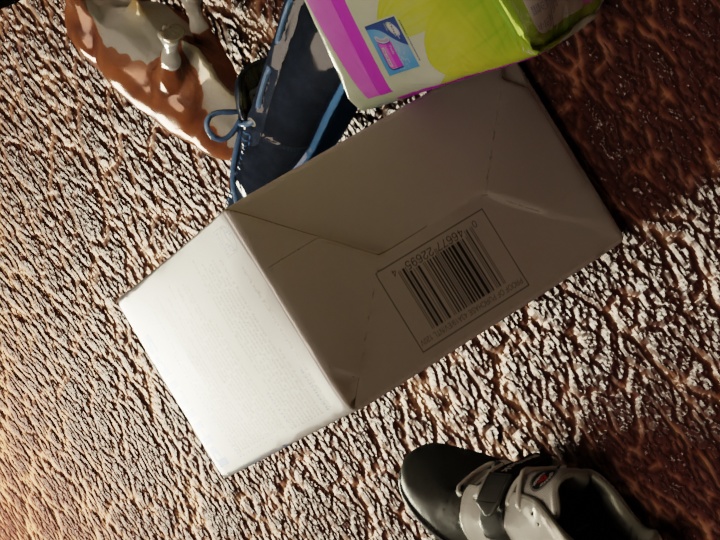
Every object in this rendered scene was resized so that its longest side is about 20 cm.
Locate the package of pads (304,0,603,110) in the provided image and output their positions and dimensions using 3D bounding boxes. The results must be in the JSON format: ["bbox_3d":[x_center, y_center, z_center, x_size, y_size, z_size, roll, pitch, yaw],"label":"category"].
[{"bbox_3d":[0.021,-0.191,1.150,0.154,0.068,0.201,-13,107,51],"label":"package of pads"}]

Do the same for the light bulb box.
[{"bbox_3d":[0.000,0.000,1.266,0.125,0.198,0.200,59,154,1],"label":"light bulb box"}]

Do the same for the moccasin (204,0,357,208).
[{"bbox_3d":[-0.040,-0.103,1.360,0.068,0.080,0.200,37,134,6],"label":"moccasin"}]

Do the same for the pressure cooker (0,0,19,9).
[{"bbox_3d":[-0.242,-0.274,1.365,0.201,0.175,0.179,58,142,13],"label":"pressure cooker"}]

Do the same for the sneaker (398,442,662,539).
[{"bbox_3d":[0.106,0.138,1.378,0.199,0.074,0.089,26,141,31],"label":"sneaker"}]

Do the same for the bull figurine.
[{"bbox_3d":[-0.121,-0.136,1.453,0.200,0.065,0.122,34,150,30],"label":"bull figurine"}]
